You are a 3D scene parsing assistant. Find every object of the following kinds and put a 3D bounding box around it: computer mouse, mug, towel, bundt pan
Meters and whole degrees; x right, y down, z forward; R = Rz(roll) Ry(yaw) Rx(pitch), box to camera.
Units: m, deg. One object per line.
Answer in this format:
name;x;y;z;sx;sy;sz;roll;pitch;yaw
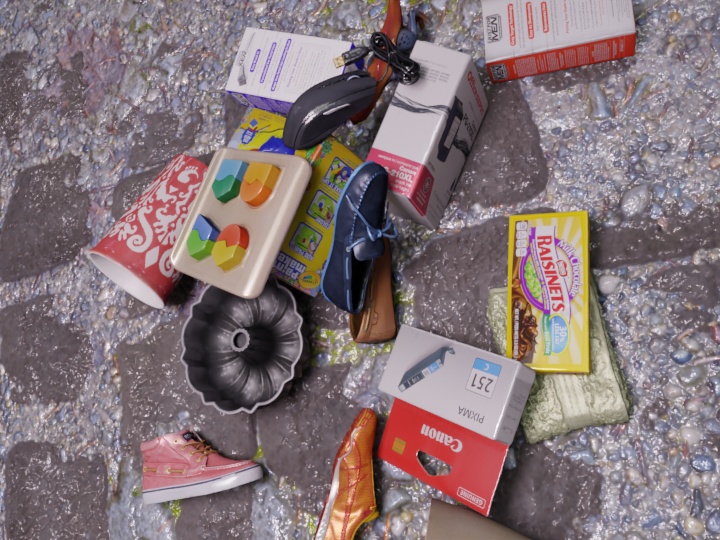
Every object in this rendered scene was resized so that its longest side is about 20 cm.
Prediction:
computer mouse;-0.030;-0.245;0.912;0.197;0.046;0.142;-30;43;4
mug;-0.309;-0.068;1.076;0.175;0.134;0.202;12;62;41
towel;0.244;0.103;0.886;0.146;0.036;0.204;-18;71;17
bundt pan;-0.156;0.106;1.016;0.197;0.076;0.207;-6;74;20

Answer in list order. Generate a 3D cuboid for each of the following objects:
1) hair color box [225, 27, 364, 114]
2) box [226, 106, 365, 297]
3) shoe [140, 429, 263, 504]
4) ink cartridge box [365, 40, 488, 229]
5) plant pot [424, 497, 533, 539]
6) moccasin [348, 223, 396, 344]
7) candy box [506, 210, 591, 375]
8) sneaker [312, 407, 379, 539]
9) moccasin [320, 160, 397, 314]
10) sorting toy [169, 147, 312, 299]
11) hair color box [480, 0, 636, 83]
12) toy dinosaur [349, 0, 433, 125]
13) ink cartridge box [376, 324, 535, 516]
hair color box;-0.104;-0.306;1.107;0.196;0.065;0.112;16;83;22
box;-0.111;-0.101;0.995;0.198;0.121;0.195;26;87;44
shoe;-0.233;0.271;1.007;0.196;0.071;0.093;-16;77;21
ink cartridge box;0.091;-0.179;0.955;0.083;0.145;0.204;21;85;23
plant pot;0.160;0.373;0.789;0.195;0.187;0.192;9;80;8
moccasin;-0.001;0.000;0.979;0.073;0.076;0.206;-18;72;56
candy box;0.234;0.026;0.878;0.100;0.026;0.205;-2;72;21
sneaker;-0.006;0.283;0.930;0.075;0.073;0.204;14;86;1
moccasin;0.008;-0.036;0.883;0.068;0.080;0.203;40;133;33
sorting toy;-0.166;-0.072;0.918;0.198;0.036;0.188;16;81;44
hair color box;0.270;-0.335;0.971;0.196;0.061;0.104;-6;75;18
toy dinosaur;0.025;-0.305;1.017;0.103;0.202;0.183;4;45;36
ink cartridge box;0.101;0.177;0.878;0.198;0.044;0.180;13;80;48
